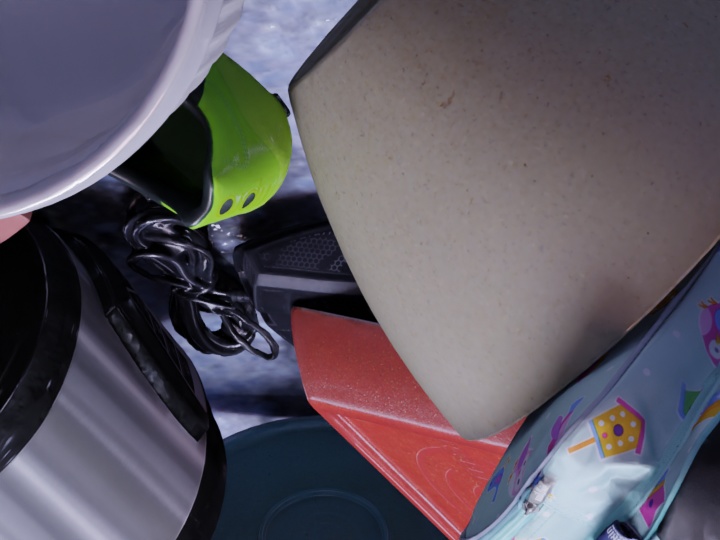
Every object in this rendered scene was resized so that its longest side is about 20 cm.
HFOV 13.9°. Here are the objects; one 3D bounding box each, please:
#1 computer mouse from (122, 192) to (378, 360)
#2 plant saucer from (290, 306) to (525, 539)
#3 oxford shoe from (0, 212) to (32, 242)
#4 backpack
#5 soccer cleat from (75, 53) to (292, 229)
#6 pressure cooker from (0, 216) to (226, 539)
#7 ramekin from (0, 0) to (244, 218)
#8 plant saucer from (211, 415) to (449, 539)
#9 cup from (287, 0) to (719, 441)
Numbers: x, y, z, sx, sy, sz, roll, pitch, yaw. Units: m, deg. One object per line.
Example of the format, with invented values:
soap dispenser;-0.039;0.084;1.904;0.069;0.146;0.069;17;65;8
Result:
computer mouse;0.000;0.000;1.341;0.199;0.053;0.139;7;154;17
plant saucer;0.076;0.099;1.302;0.200;0.037;0.200;12;152;52
oxford shoe;-0.143;-0.070;1.207;0.075;0.071;0.200;24;143;-23
backpack;0.127;0.095;1.105;0.153;0.176;0.200;32;138;8
soccer cleat;-0.115;-0.085;1.103;0.200;0.081;0.068;33;116;10
pressure cooker;-0.161;0.084;1.360;0.178;0.176;0.200;-4;144;30
ramekin;-0.127;-0.121;1.001;0.199;0.201;0.105;-7;-172;17
plant saucer;-0.018;0.137;1.434;0.199;0.201;0.027;1;133;2
cup;0.057;-0.056;1.124;0.143;0.200;0.200;43;139;-7
